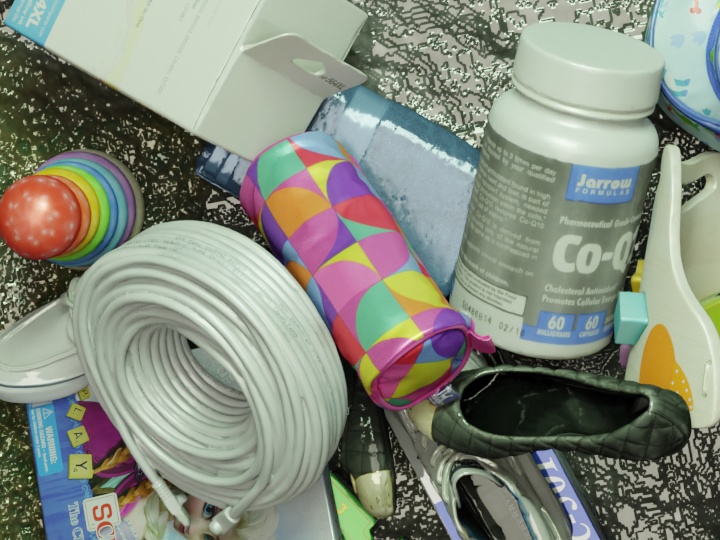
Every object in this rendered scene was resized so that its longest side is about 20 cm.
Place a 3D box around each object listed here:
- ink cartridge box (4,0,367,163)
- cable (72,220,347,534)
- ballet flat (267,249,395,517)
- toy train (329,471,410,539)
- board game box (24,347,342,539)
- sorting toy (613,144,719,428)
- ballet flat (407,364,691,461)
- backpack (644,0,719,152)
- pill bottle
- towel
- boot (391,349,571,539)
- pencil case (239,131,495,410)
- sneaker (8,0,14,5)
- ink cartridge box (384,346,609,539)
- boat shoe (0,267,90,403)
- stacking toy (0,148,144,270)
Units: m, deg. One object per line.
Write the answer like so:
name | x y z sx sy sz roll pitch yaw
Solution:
ink cartridge box | -0.105 -0.160 1.647 0.200 0.128 0.125 31 95 29
cable | -0.095 0.063 1.614 0.200 0.069 0.200 -27 101 49
ballet flat | -0.024 0.076 1.673 0.057 0.066 0.200 -19 71 -12
toy train | 0.028 0.220 1.738 0.056 0.042 0.200 -44 88 -4
board game box | -0.118 0.157 1.715 0.199 0.041 0.201 -14 72 6
sorting toy | 0.222 0.009 1.653 0.107 0.200 0.181 1 89 27
ballet flat | 0.115 0.083 1.577 0.200 0.057 0.067 1 60 33
backpack | 0.290 -0.152 1.640 0.200 0.147 0.183 26 91 8
pill bottle | 0.131 -0.054 1.637 0.113 0.114 0.201 13 113 4
towel | -0.005 -0.069 1.720 0.200 0.049 0.112 29 94 4
boot | 0.073 0.119 1.653 0.073 0.096 0.200 -37 89 9
pencil case | 0.000 0.000 1.608 0.088 0.088 0.200 -40 59 6
sneaker | -0.195 -0.255 1.694 0.200 0.074 0.118 -25 59 14
ink cartridge box | 0.087 0.128 1.724 0.094 0.044 0.200 -28 91 8
boat shoe | -0.174 0.024 1.719 0.200 0.065 0.074 -27 56 -3
stacking toy | -0.201 -0.038 1.663 0.085 0.200 0.086 0 93 6
